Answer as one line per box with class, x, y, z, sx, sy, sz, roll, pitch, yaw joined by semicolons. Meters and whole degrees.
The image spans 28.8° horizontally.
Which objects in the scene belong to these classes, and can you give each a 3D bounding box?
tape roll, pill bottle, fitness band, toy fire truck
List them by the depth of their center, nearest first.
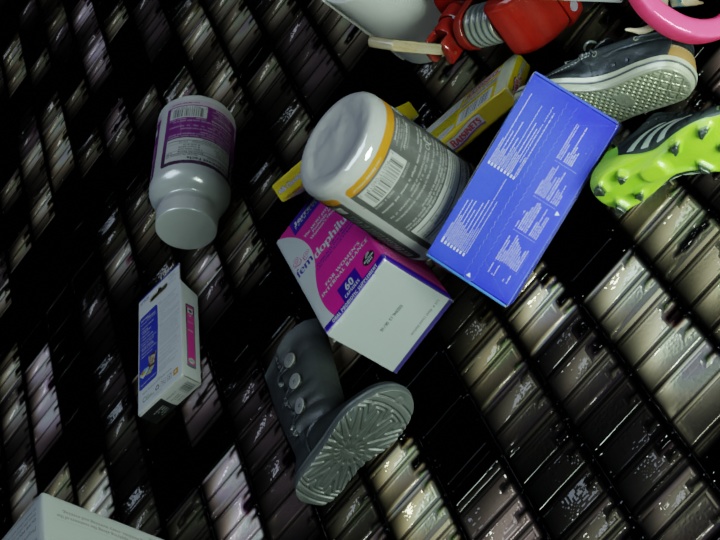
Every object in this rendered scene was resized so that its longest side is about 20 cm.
fitness band;0.311;-0.303;1.260;0.202;0.143;0.037;-67;15;-12
pill bottle;0.046;-0.081;1.393;0.116;0.199;0.117;-33;41;34
toy fire truck;0.121;-0.265;1.459;0.175;0.129;0.201;1;49;53
tape roll;0.065;-0.366;1.654;0.202;0.139;0.204;-34;41;35
pill bottle;-0.228;-0.131;1.893;0.112;0.112;0.202;-33;40;35

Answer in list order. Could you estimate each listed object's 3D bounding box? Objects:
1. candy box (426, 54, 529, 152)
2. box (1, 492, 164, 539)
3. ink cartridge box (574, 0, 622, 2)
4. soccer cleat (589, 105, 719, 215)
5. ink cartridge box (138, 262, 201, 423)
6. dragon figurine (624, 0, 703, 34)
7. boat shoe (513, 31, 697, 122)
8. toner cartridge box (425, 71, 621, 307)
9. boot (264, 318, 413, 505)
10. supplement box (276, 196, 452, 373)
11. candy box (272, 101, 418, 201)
candy box;0.096;-0.145;1.495;0.200;0.026;0.102;-39;12;29
box;-0.308;0.390;1.504;0.200;0.198;0.172;-48;34;19
ink cartridge box;0.227;-0.354;1.340;0.145;0.084;0.201;11;55;44
soccer cleat;0.284;-0.115;1.225;0.199;0.067;0.082;-23;34;44
ink cartridge box;-0.250;0.092;1.816;0.095;0.037;0.201;-41;39;28
dragon figurine;0.283;-0.284;1.350;0.099;0.059;0.201;-3;53;53
boat shoe;0.235;-0.182;1.338;0.199;0.074;0.063;-12;50;44
toner cartridge box;0.153;-0.076;1.319;0.201;0.095;0.043;-59;-11;12
boot;-0.027;0.121;1.467;0.165;0.065;0.201;-45;31;19
supplement box;0.000;0.000;1.485;0.102;0.103;0.200;-52;31;12
candy box;-0.014;-0.135;1.570;0.102;0.027;0.200;-40;-4;30
